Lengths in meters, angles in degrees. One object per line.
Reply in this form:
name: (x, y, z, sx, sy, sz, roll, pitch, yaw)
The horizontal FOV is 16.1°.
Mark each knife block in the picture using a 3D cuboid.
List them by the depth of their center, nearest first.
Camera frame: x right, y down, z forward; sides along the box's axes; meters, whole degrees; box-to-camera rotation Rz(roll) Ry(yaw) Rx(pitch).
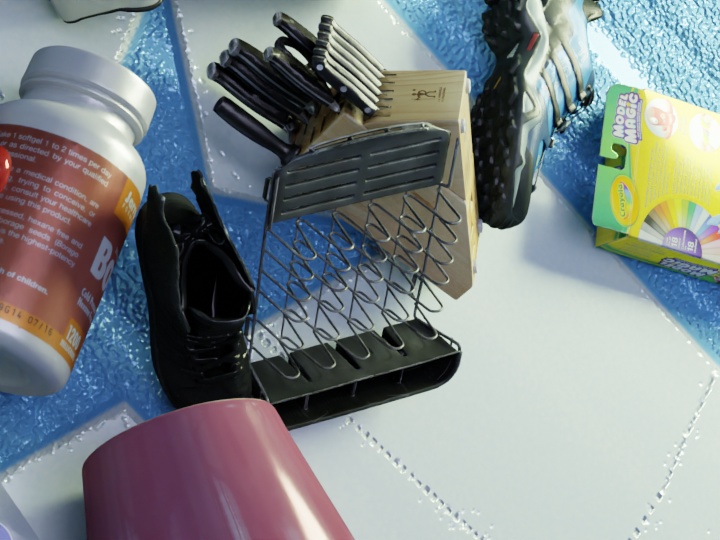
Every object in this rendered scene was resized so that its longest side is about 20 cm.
knife block: (-0.012, -0.077, 1.712, 0.064, 0.175, 0.200, -79, 165, -52)

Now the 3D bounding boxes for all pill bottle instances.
pill bottle: (-0.199, -0.033, 1.573, 0.112, 0.112, 0.200, 29, 68, -21)

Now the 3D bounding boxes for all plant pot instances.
plant pot: (-0.085, 0.185, 1.559, 0.200, 0.200, 0.179, -9, 69, -30)

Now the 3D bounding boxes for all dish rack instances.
dish rack: (0.000, 0.000, 1.651, 0.153, 0.055, 0.200, -15, 132, -30)

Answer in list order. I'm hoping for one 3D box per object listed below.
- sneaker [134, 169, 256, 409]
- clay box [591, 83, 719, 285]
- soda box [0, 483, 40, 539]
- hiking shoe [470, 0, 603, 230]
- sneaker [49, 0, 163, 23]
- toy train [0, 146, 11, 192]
sneaker: (-0.099, 0.025, 1.589, 0.060, 0.104, 0.200, -19, 112, -15)
clay box: (0.248, -0.056, 1.864, 0.200, 0.048, 0.115, 16, 72, -24)
soda box: (-0.255, 0.141, 1.532, 0.063, 0.068, 0.200, -37, 99, -29)
hiking shoe: (0.129, -0.120, 1.795, 0.087, 0.074, 0.200, 17, 72, -24)
sneaker: (-0.201, -0.217, 1.633, 0.199, 0.115, 0.081, 30, 61, 11)
toy train: (-0.286, -0.070, 1.550, 0.085, 0.200, 0.116, 21, 110, -29)
